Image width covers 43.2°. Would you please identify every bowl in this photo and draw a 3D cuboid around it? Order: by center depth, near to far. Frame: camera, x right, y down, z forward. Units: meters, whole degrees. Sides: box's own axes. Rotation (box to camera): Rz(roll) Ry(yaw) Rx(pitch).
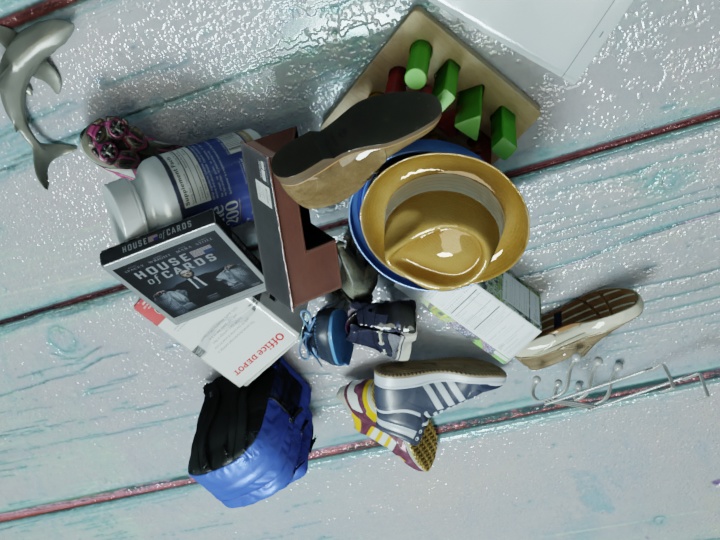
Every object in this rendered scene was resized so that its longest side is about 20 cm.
[{"bbox_3d":[0.085,-0.064,1.086,0.197,0.040,0.203,8,129,10],"label":"bowl"}]

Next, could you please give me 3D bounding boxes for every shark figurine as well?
[{"bbox_3d":[-0.430,-0.217,1.141,0.126,0.090,0.217,15,124,0],"label":"shark figurine"}]

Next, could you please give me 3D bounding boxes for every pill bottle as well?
[{"bbox_3d":[-0.207,-0.095,1.116,0.198,0.111,0.112,-21,129,-23],"label":"pill bottle"}]

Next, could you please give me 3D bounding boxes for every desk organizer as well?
[{"bbox_3d":[-0.081,-0.063,1.097,0.076,0.071,0.203,-22,122,-26],"label":"desk organizer"}]

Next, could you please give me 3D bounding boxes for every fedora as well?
[{"bbox_3d":[0.090,-0.036,1.026,0.197,0.082,0.203,8,129,10],"label":"fedora"}]

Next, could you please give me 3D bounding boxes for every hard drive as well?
[{"bbox_3d":[0.191,-0.310,1.007,0.198,0.027,0.133,27,125,-9],"label":"hard drive"}]

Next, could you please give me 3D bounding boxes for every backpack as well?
[{"bbox_3d":[-0.152,0.252,1.355,0.161,0.201,0.168,-30,116,26],"label":"backpack"}]

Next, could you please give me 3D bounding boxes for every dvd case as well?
[{"bbox_3d":[-0.208,0.001,1.128,0.148,0.025,0.200,-20,154,7],"label":"dvd case"}]

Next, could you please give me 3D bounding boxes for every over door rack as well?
[{"bbox_3d":[0.349,0.147,1.229,0.198,0.068,0.147,-13,162,38],"label":"over door rack"}]

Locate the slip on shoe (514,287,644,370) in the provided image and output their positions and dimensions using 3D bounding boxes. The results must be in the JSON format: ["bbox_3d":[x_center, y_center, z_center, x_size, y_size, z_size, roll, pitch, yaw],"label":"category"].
[{"bbox_3d":[0.297,0.085,1.237,0.198,0.076,0.061,-26,112,28],"label":"slip on shoe"}]

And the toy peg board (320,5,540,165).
[{"bbox_3d":[0.078,-0.163,1.086,0.199,0.098,0.199,35,123,-15],"label":"toy peg board"}]

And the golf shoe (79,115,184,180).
[{"bbox_3d":[-0.271,-0.136,1.192,0.198,0.073,0.092,31,166,-25],"label":"golf shoe"}]

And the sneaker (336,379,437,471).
[{"bbox_3d":[0.043,0.236,1.399,0.089,0.075,0.201,-7,130,40],"label":"sneaker"}]

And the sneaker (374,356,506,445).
[{"bbox_3d":[0.112,0.188,1.308,0.196,0.070,0.110,0,104,-14],"label":"sneaker"}]

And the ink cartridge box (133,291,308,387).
[{"bbox_3d":[-0.194,0.050,1.290,0.199,0.083,0.146,40,121,-18],"label":"ink cartridge box"}]

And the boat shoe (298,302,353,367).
[{"bbox_3d":[-0.052,0.100,1.255,0.067,0.085,0.200,10,160,8],"label":"boat shoe"}]

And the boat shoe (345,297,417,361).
[{"bbox_3d":[0.025,0.077,1.232,0.091,0.076,0.200,2,162,-1],"label":"boat shoe"}]

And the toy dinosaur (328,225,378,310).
[{"bbox_3d":[0.000,0.000,1.193,0.076,0.200,0.104,3,82,-4],"label":"toy dinosaur"}]

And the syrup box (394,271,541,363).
[{"bbox_3d":[0.145,0.027,1.220,0.199,0.079,0.082,34,124,-15],"label":"syrup box"}]

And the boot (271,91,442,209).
[{"bbox_3d":[0.003,-0.134,1.015,0.197,0.074,0.076,-24,139,6],"label":"boot"}]
